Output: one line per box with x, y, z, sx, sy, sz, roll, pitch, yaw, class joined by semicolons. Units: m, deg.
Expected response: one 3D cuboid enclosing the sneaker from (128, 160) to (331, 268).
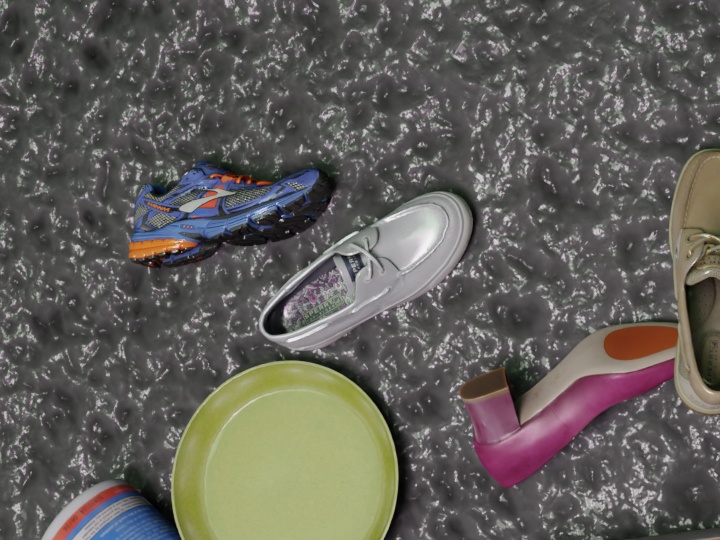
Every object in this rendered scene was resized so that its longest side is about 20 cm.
-0.117;-0.059;1.436;0.199;0.075;0.079;-13;79;23;sneaker

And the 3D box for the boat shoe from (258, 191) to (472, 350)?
0.000;0.000;1.377;0.199;0.068;0.072;-28;76;22;boat shoe

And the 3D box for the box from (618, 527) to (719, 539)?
0.216;0.262;1.247;0.199;0.097;0.125;-12;83;25;box

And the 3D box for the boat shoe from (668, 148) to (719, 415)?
0.261;0.002;1.232;0.072;0.065;0.201;4;75;7;boat shoe

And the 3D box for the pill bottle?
-0.172;0.279;1.426;0.200;0.112;0.113;38;104;23;pill bottle

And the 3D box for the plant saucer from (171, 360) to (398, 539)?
-0.060;0.176;1.402;0.199;0.031;0.201;-4;77;17;plant saucer

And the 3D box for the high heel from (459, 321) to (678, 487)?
0.181;0.104;1.308;0.199;0.068;0.097;-15;119;17;high heel
